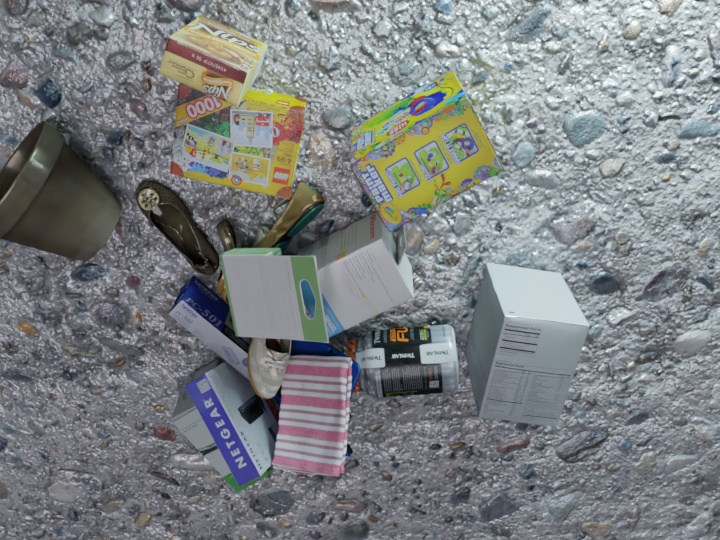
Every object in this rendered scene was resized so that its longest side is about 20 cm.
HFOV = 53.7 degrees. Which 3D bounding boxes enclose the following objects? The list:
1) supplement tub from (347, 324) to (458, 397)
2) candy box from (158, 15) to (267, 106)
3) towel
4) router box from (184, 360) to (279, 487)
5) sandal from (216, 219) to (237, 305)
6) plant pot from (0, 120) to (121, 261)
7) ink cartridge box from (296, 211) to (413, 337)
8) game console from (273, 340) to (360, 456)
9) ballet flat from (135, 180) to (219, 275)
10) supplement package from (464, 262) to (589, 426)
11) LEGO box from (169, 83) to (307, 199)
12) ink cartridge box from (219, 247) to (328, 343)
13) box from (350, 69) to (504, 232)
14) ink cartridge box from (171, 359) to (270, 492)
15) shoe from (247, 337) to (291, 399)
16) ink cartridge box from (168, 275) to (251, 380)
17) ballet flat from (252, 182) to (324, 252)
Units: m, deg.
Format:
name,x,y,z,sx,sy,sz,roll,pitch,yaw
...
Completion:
name,x,y,z,sx,sy,sz,roll,pitch,yaw
supplement tub,0.077,0.168,1.306,0.196,0.123,0.124,-5,116,3
candy box,-0.207,-0.309,1.033,0.114,0.201,0.056,22,116,-10
towel,-0.084,0.248,1.239,0.144,0.030,0.204,-3,75,32
router box,-0.214,0.261,1.291,0.048,0.179,0.202,-29,90,14
sandal,-0.232,0.011,1.257,0.053,0.080,0.203,-13,110,-7
plant pot,-0.494,-0.110,1.158,0.200,0.201,0.173,-43,125,19
ink cartridge box,0.000,0.000,1.221,0.198,0.129,0.126,-25,114,13
game console,-0.078,0.221,1.326,0.119,0.199,0.172,-48,142,-20
ballet flat,-0.318,-0.069,1.238,0.067,0.047,0.201,-30,112,14
supplement package,0.281,0.126,1.244,0.144,0.192,0.203,7,117,-4
LEGO box,-0.195,-0.215,1.148,0.196,0.077,0.151,11,116,-5
ink cartridge box,-0.132,0.038,1.160,0.197,0.048,0.148,0,107,30
box,0.094,-0.187,1.089,0.191,0.201,0.123,-28,113,13
ink cartridge box,-0.255,0.293,1.359,0.082,0.147,0.201,-30,113,13
shoe,-0.158,0.125,1.264,0.069,0.053,0.204,9,76,-30
ink cartridge box,-0.250,0.107,1.297,0.044,0.094,0.200,-41,109,19
ballet flat,-0.141,-0.071,1.236,0.200,0.069,0.063,-46,80,17
